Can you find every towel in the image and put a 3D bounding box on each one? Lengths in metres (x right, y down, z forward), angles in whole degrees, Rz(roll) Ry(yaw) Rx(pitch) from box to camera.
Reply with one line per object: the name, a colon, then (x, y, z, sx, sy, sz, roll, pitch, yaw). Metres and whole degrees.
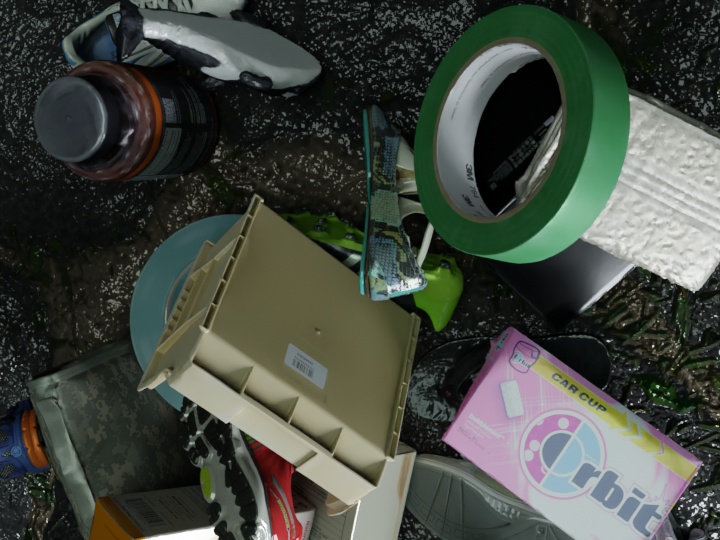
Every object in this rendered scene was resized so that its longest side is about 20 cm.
towel: (0.239, -0.072, 0.843, 0.197, 0.035, 0.134, 23, 114, -12)

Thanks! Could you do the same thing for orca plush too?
orca plush: (-0.135, -0.185, 0.916, 0.071, 0.198, 0.106, -54, 55, 38)

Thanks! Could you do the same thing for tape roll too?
tape roll: (0.125, -0.110, 0.810, 0.199, 0.048, 0.204, -16, 70, 50)

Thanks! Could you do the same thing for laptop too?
laptop: (0.174, -0.090, 0.910, 0.187, 0.115, 0.201, -43, 56, 16)

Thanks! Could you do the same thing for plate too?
plate: (-0.120, 0.047, 0.952, 0.196, 0.026, 0.204, 1, 87, -14)

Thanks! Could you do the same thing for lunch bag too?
lunch bag: (-0.237, 0.158, 0.957, 0.116, 0.200, 0.167, -19, 92, 16)

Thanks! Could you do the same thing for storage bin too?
storage bin: (-0.060, 0.074, 0.848, 0.199, 0.200, 0.093, 37, 129, -18)

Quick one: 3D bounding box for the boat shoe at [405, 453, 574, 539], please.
boat shoe: (0.130, 0.222, 0.938, 0.199, 0.065, 0.076, 15, 113, 19)

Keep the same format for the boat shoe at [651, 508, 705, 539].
boat shoe: (0.282, 0.257, 0.894, 0.067, 0.072, 0.203, -27, 82, 18)

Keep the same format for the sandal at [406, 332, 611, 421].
sandal: (0.132, 0.096, 0.923, 0.197, 0.048, 0.077, -13, 93, 17)

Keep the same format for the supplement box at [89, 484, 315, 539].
supplement box: (-0.146, 0.264, 0.890, 0.073, 0.198, 0.128, 26, 105, 44)

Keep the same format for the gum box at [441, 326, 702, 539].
gum box: (0.174, 0.149, 0.857, 0.199, 0.066, 0.114, 35, 92, 12)

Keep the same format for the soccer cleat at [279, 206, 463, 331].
soccer cleat: (0.000, 0.000, 0.943, 0.197, 0.068, 0.082, 19, 114, 12)

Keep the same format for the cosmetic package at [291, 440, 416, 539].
cosmetic package: (-0.022, 0.250, 0.955, 0.104, 0.070, 0.204, 23, 105, 44)

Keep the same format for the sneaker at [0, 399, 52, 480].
sneaker: (-0.363, 0.175, 1.012, 0.077, 0.200, 0.077, -13, 85, -23)

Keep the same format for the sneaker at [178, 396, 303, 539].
sneaker: (-0.102, 0.162, 0.882, 0.077, 0.084, 0.202, -38, 52, 27)

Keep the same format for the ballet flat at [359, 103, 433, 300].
ballet flat: (0.034, -0.063, 0.892, 0.073, 0.074, 0.203, -8, 60, 16)

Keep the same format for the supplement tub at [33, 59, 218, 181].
supplement tub: (-0.214, -0.136, 0.914, 0.105, 0.200, 0.109, 2, 97, 16)

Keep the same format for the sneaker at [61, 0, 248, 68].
sneaker: (-0.198, -0.238, 0.964, 0.197, 0.072, 0.073, -21, 89, 16)
